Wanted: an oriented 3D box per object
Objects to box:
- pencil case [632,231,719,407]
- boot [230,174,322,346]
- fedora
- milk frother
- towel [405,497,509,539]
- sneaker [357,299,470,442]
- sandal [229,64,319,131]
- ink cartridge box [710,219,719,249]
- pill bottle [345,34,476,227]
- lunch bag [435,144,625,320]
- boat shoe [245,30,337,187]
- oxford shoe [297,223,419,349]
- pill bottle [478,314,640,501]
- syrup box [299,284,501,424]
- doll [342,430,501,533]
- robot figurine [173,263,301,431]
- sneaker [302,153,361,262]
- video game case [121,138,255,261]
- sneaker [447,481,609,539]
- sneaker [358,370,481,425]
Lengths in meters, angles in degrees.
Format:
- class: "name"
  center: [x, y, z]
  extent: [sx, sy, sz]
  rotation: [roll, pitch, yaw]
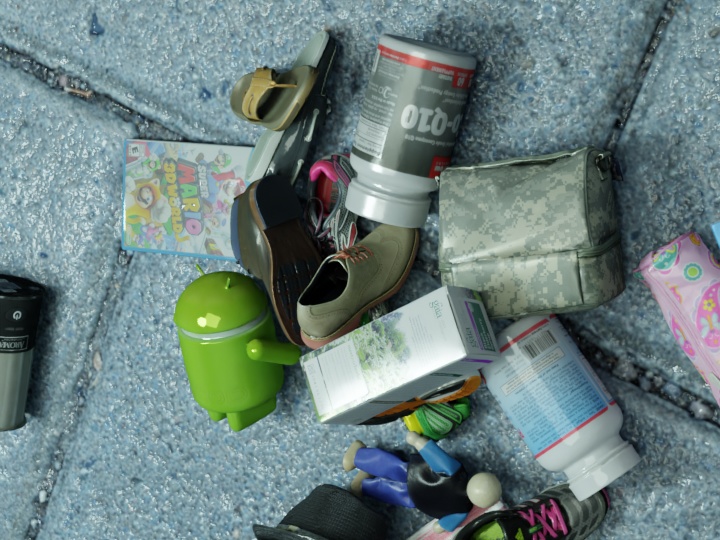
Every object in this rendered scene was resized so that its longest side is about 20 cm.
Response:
- class: "pencil case"
  center: [0.372, 0.059, 1.550]
  extent: [0.087, 0.087, 0.201]
  rotation: [-35, 80, 24]
- class: "boot"
  center: [-0.099, -0.010, 1.722]
  extent: [0.097, 0.074, 0.201]
  rotation: [-7, 95, 61]
- class: "fedora"
  center: [-0.029, 0.313, 1.745]
  extent: [0.200, 0.201, 0.092]
  rotation: [19, 70, 22]
- class: "milk frother"
  center: [-0.530, 0.092, 1.964]
  extent: [0.200, 0.180, 0.189]
  rotation: [-145, 64, -64]
- class: "towel"
  center: [0.155, 0.368, 1.720]
  extent: [0.146, 0.030, 0.200]
  rotation: [-38, 80, 21]
- class: "sneaker"
  center: [0.062, 0.101, 1.714]
  extent: [0.085, 0.078, 0.201]
  rotation: [-31, 92, 18]
- class: "sandal"
  center: [-0.113, -0.209, 1.709]
  extent: [0.200, 0.054, 0.081]
  rotation: [14, 79, 60]
- class: "ink cartridge box"
  center: [0.441, 0.025, 1.481]
  extent: [0.084, 0.144, 0.201]
  rotation: [-23, 86, 27]
- class: "pill bottle"
  center: [0.053, -0.157, 1.659]
  extent: [0.113, 0.114, 0.201]
  rotation: [19, 104, 22]
- class: "lunch bag"
  center: [0.185, -0.043, 1.594]
  extent: [0.199, 0.139, 0.169]
  rotation: [-6, 100, 27]
- class: "boat shoe"
  center: [-0.070, -0.185, 1.745]
  extent: [0.060, 0.076, 0.201]
  rotation: [25, 98, -20]
- class: "oxford shoe"
  center: [0.000, 0.000, 1.667]
  extent: [0.070, 0.200, 0.075]
  rotation: [20, 146, 30]
- class: "pill bottle"
  center: [0.219, 0.149, 1.619]
  extent: [0.109, 0.109, 0.200]
  rotation: [-38, 79, 23]
- class: "syrup box"
  center: [0.042, 0.093, 1.560]
  extent: [0.199, 0.081, 0.079]
  rotation: [-27, 71, 26]
- class: "doll"
  center: [0.073, 0.242, 1.701]
  extent: [0.199, 0.048, 0.137]
  rotation: [6, 120, 36]
- class: "robot figurine"
  center: [-0.158, 0.090, 1.767]
  extent: [0.175, 0.115, 0.201]
  rotation: [19, 127, 48]
- class: "sneaker"
  center: [-0.038, -0.037, 1.737]
  extent: [0.080, 0.075, 0.201]
  rotation: [1, 97, 25]
- class: "video game case"
  center: [-0.212, -0.089, 1.843]
  extent: [0.199, 0.018, 0.144]
  rotation: [6, 98, 24]
- class: "sneaker"
  center: [0.186, 0.293, 1.644]
  extent: [0.199, 0.087, 0.074]
  rotation: [-21, 82, 6]
- class: "sneaker"
  center: [0.041, 0.114, 1.654]
  extent: [0.199, 0.076, 0.092]
  rotation: [-20, 69, 25]
